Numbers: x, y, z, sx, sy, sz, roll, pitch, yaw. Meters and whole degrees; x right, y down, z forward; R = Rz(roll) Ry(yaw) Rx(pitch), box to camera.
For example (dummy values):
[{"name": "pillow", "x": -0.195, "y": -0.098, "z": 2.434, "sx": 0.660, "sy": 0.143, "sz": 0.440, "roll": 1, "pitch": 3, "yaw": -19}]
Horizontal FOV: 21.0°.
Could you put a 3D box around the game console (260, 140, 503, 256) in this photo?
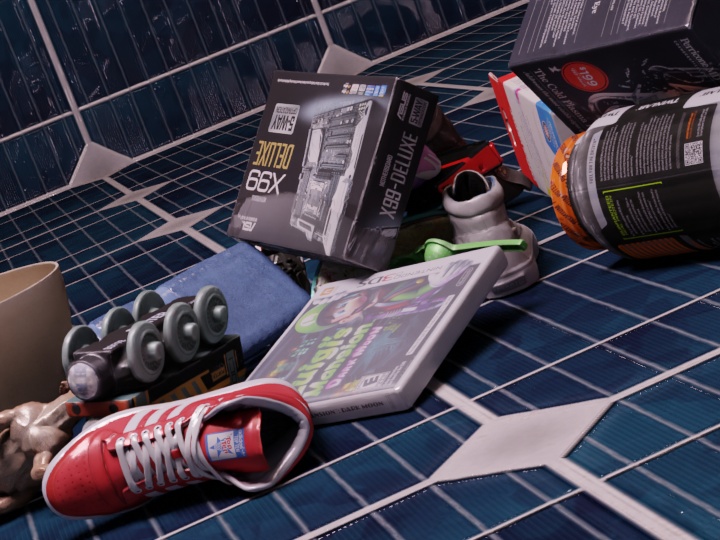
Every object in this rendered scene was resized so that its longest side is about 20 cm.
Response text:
[{"name": "game console", "x": 0.023, "y": -0.065, "z": 1.807, "sx": 0.199, "sy": 0.031, "sz": 0.177, "roll": -18, "pitch": 11, "yaw": 27}]

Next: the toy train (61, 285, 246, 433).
[{"name": "toy train", "x": -0.156, "y": 0.082, "z": 1.497, "sx": 0.085, "sy": 0.114, "sz": 0.200, "roll": -5, "pitch": 12, "yaw": 26}]

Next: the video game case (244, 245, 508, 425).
[{"name": "video game case", "x": 0.001, "y": 0.055, "z": 1.509, "sx": 0.181, "sy": 0.023, "sz": 0.200, "roll": -13, "pitch": 25, "yaw": 36}]

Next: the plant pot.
[{"name": "plant pot", "x": -0.343, "y": 0.093, "z": 1.763, "sx": 0.200, "sy": 0.135, "sz": 0.200, "roll": -19, "pitch": 11, "yaw": 4}]

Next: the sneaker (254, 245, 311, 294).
[{"name": "sneaker", "x": -0.119, "y": 0.027, "z": 1.824, "sx": 0.099, "sy": 0.078, "sz": 0.200, "roll": -19, "pitch": 10, "yaw": 30}]

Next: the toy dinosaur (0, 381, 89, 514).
[{"name": "toy dinosaur", "x": -0.258, "y": 0.144, "z": 1.527, "sx": 0.200, "sy": 0.086, "sz": 0.136, "roll": -34, "pitch": -4, "yaw": 20}]

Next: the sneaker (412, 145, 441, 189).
[{"name": "sneaker", "x": 0.006, "y": -0.102, "z": 1.759, "sx": 0.089, "sy": 0.080, "sz": 0.200, "roll": -49, "pitch": 25, "yaw": 4}]

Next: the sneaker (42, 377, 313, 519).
[{"name": "sneaker", "x": -0.126, "y": 0.129, "z": 1.363, "sx": 0.199, "sy": 0.071, "sz": 0.112, "roll": -21, "pitch": 8, "yaw": -9}]

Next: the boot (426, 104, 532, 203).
[{"name": "boot", "x": 0.050, "y": -0.097, "z": 1.941, "sx": 0.200, "sy": 0.174, "sz": 0.069, "roll": -9, "pitch": 58, "yaw": 35}]

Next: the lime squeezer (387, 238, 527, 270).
[{"name": "lime squeezer", "x": 0.051, "y": 0.002, "z": 1.605, "sx": 0.200, "sy": 0.038, "sz": 0.071, "roll": -29, "pitch": 14, "yaw": 23}]

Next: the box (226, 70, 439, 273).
[{"name": "box", "x": -0.027, "y": -0.088, "z": 1.676, "sx": 0.050, "sy": 0.158, "sz": 0.200, "roll": 19, "pitch": -3, "yaw": -34}]

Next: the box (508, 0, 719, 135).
[{"name": "box", "x": 0.257, "y": -0.164, "z": 1.586, "sx": 0.182, "sy": 0.200, "sz": 0.104, "roll": -9, "pitch": 52, "yaw": 44}]

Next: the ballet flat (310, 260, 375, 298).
[{"name": "ballet flat", "x": 0.000, "y": 0.000, "z": 1.749, "sx": 0.064, "sy": 0.076, "sz": 0.200, "roll": -7, "pitch": 17, "yaw": 10}]

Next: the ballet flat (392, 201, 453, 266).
[{"name": "ballet flat", "x": 0.060, "y": -0.027, "z": 1.758, "sx": 0.070, "sy": 0.071, "sz": 0.200, "roll": -18, "pitch": 5, "yaw": 13}]

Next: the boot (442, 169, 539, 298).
[{"name": "boot", "x": 0.111, "y": -0.045, "z": 1.686, "sx": 0.073, "sy": 0.096, "sz": 0.200, "roll": -21, "pitch": 11, "yaw": 1}]

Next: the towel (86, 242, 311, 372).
[{"name": "towel", "x": -0.144, "y": 0.055, "z": 1.671, "sx": 0.200, "sy": 0.112, "sz": 0.049, "roll": -31, "pitch": -28, "yaw": -30}]

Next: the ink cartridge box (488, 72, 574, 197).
[{"name": "ink cartridge box", "x": 0.191, "y": -0.129, "z": 1.819, "sx": 0.067, "sy": 0.116, "sz": 0.200, "roll": -23, "pitch": 20, "yaw": -6}]

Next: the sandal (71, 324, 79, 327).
[{"name": "sandal", "x": -0.239, "y": 0.086, "z": 1.811, "sx": 0.202, "sy": 0.082, "sz": 0.050, "roll": 3, "pitch": 69, "yaw": 62}]

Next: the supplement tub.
[{"name": "supplement tub", "x": 0.251, "y": -0.074, "z": 1.503, "sx": 0.200, "sy": 0.123, "sz": 0.122, "roll": -8, "pitch": 17, "yaw": 46}]
